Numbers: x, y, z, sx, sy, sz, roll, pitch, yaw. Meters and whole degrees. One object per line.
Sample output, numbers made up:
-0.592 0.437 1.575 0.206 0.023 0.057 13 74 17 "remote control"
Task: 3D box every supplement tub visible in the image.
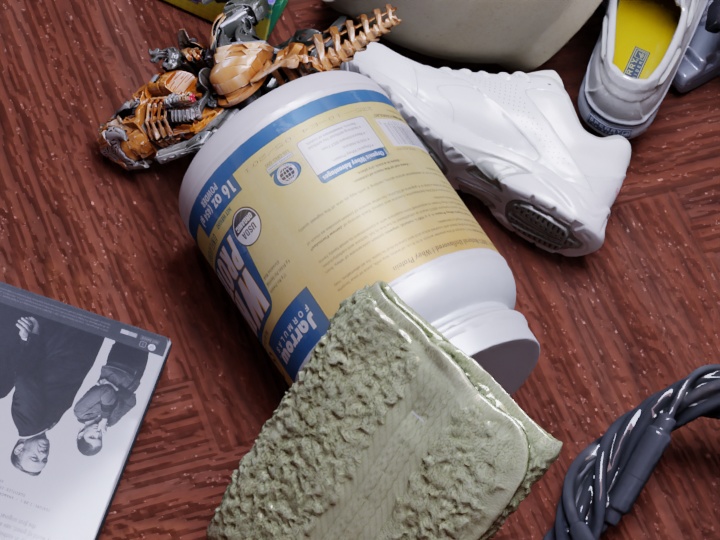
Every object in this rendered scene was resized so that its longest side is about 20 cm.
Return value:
0.000 0.000 1.351 0.144 0.145 0.200 -24 66 -24 "supplement tub"

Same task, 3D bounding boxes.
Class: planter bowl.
0.088 -0.212 1.489 0.135 0.200 0.201 36 55 -15 "planter bowl"

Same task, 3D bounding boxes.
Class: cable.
0.183 0.137 1.322 0.163 0.051 0.201 -8 44 36 "cable"

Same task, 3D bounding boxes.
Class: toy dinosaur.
-0.065 -0.116 1.416 0.199 0.102 0.136 0 39 15 "toy dinosaur"

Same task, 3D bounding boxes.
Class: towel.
0.006 0.118 1.260 0.148 0.200 0.036 41 28 15 "towel"

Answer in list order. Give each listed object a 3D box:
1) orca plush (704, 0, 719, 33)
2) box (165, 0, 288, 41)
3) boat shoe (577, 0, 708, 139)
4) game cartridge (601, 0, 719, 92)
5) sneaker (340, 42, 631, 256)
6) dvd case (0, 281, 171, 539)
0.297 -0.102 1.519 0.200 0.105 0.071 32 97 -21 "orca plush"
-0.129 -0.241 1.533 0.199 0.048 0.118 22 56 4 "box"
0.192 -0.186 1.502 0.074 0.086 0.202 23 58 3 "boat shoe"
0.252 -0.213 1.603 0.199 0.041 0.134 -28 71 -26 "game cartridge"
0.081 -0.094 1.464 0.200 0.078 0.100 32 66 -2 "sneaker"
-0.208 0.100 1.316 0.150 0.025 0.201 19 57 0 "dvd case"
